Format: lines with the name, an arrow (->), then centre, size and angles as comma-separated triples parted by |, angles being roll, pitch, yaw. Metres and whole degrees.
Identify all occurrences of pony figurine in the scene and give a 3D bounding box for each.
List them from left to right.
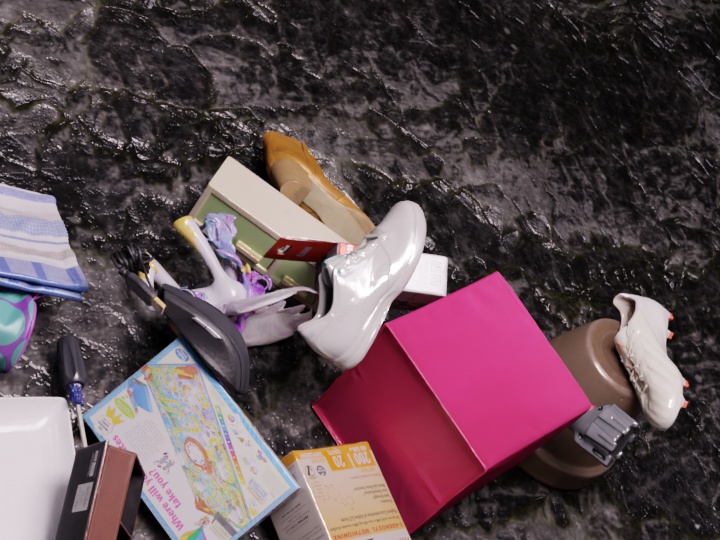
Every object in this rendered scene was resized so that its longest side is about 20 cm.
pony figurine -> -0.154, 0.035, 1.410 | 0.191, 0.167, 0.202 | -24, 73, -10

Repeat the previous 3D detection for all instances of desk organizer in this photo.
desk organizer -> -0.240, 0.269, 1.159 | 0.076, 0.071, 0.202 | 23, 63, -30

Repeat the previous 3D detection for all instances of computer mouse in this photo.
computer mouse -> -0.175, 0.042, 1.275 | 0.200, 0.046, 0.140 | 50, 0, 4

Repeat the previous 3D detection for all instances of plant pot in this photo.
plant pot -> 0.283, 0.151, 1.590 | 0.198, 0.175, 0.202 | 19, 47, -21

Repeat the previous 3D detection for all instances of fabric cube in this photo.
fabric cube -> 0.102, 0.156, 1.441 | 0.198, 0.200, 0.197 | -24, 73, -42

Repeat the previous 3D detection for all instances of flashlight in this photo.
flashlight -> 0.241, 0.142, 1.487 | 0.068, 0.068, 0.199 | -25, 49, -39

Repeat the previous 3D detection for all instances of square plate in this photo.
square plate -> -0.364, 0.214, 1.187 | 0.198, 0.028, 0.200 | 4, 54, -33

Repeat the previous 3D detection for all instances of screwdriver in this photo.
screwdriver -> -0.280, 0.149, 1.259 | 0.028, 0.029, 0.201 | 37, 23, -52

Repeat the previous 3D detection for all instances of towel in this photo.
towel -> -0.373, -0.040, 1.320 | 0.146, 0.024, 0.200 | 13, 26, -32

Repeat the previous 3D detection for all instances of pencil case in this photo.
pencil case -> -0.426, 0.030, 1.244 | 0.198, 0.085, 0.093 | 23, 78, -20

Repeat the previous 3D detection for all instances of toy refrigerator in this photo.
toy refrigerator -> -0.109, -0.042, 1.533 | 0.199, 0.076, 0.070 | 36, 44, -7

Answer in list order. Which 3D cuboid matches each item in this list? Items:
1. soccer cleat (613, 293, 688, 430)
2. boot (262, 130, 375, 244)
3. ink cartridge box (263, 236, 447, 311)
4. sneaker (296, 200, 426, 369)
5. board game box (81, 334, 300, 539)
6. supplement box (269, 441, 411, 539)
soccer cleat -> 0.340, 0.108, 1.494 | 0.077, 0.070, 0.201 | 21, 40, -13
boot -> -0.046, -0.098, 1.631 | 0.201, 0.071, 0.145 | 40, 19, -31
ink cartridge box -> -0.009, 0.006, 1.447 | 0.197, 0.109, 0.051 | 7, 77, -15
sneaker -> 0.000, 0.000, 1.344 | 0.088, 0.075, 0.202 | 34, 72, -23
board game box -> -0.174, 0.187, 1.282 | 0.134, 0.034, 0.201 | -38, 81, -6
supplement box -> -0.013, 0.291, 1.327 | 0.125, 0.073, 0.201 | 2, 56, -49
